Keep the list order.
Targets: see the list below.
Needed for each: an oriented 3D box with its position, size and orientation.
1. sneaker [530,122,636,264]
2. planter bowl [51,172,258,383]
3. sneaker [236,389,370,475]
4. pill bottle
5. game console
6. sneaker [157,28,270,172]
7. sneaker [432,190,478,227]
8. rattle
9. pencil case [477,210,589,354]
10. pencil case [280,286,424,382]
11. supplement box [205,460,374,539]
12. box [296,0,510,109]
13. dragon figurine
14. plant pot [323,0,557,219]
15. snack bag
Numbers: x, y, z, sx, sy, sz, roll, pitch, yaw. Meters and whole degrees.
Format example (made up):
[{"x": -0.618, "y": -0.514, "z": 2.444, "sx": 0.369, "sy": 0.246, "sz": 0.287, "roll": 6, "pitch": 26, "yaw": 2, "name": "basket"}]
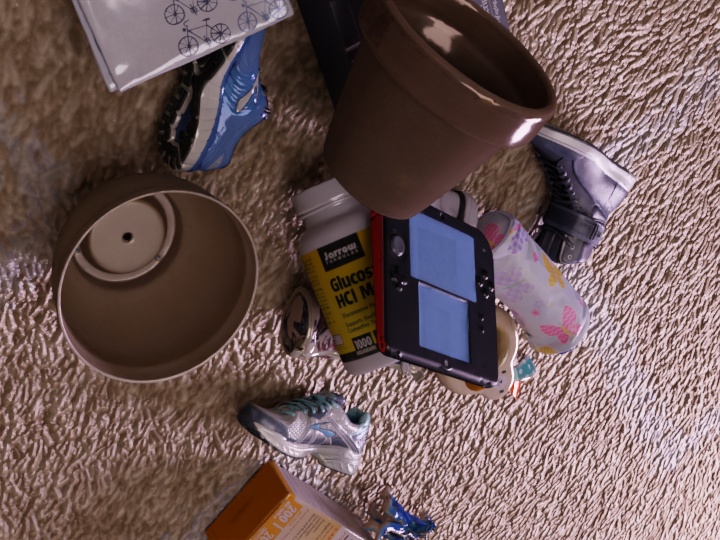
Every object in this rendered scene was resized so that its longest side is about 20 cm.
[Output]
[{"x": 0.242, "y": -0.090, "z": 1.376, "sx": 0.201, "sy": 0.077, "sz": 0.148, "roll": 26, "pitch": 99, "yaw": -39, "name": "sneaker"}, {"x": -0.214, "y": -0.012, "z": 1.108, "sx": 0.197, "sy": 0.135, "sz": 0.203, "roll": -14, "pitch": 123, "yaw": -23, "name": "planter bowl"}, {"x": -0.065, "y": 0.178, "z": 1.357, "sx": 0.199, "sy": 0.077, "sz": 0.087, "roll": 26, "pitch": 90, "yaw": -45, "name": "sneaker"}, {"x": 0.000, "y": 0.000, "z": 1.213, "sx": 0.111, "sy": 0.112, "sz": 0.203, "roll": -23, "pitch": 91, "yaw": -18, "name": "pill bottle"}, {"x": 0.082, "y": 0.021, "z": 1.189, "sx": 0.031, "sy": 0.180, "sz": 0.198, "roll": -21, "pitch": 152, "yaw": 36, "name": "game console"}, {"x": -0.129, "y": -0.191, "z": 1.108, "sx": 0.088, "sy": 0.078, "sz": 0.202, "roll": 4, "pitch": 117, "yaw": -49, "name": "sneaker"}, {"x": 0.064, "y": -0.010, "z": 1.286, "sx": 0.114, "sy": 0.075, "sz": 0.203, "roll": 22, "pitch": 73, "yaw": -31, "name": "sneaker"}, {"x": 0.189, "y": 0.133, "z": 1.436, "sx": 0.200, "sy": 0.142, "sz": 0.131, "roll": 47, "pitch": 70, "yaw": -34, "name": "rattle"}, {"x": 0.202, "y": 0.017, "z": 1.389, "sx": 0.090, "sy": 0.084, "sz": 0.200, "roll": -23, "pitch": 125, "yaw": 30, "name": "pencil case"}, {"x": -0.003, "y": 0.074, "z": 1.312, "sx": 0.197, "sy": 0.091, "sz": 0.078, "roll": 11, "pitch": 141, "yaw": -35, "name": "pencil case"}, {"x": -0.082, "y": 0.345, "z": 1.429, "sx": 0.126, "sy": 0.074, "sz": 0.200, "roll": -48, "pitch": 130, "yaw": 2, "name": "supplement box"}, {"x": 0.051, "y": -0.241, "z": 1.158, "sx": 0.180, "sy": 0.104, "sz": 0.202, "roll": -30, "pitch": 128, "yaw": -11, "name": "box"}, {"x": 0.057, "y": 0.341, "z": 1.470, "sx": 0.099, "sy": 0.200, "sz": 0.059, "roll": 38, "pitch": 93, "yaw": -1, "name": "dragon figurine"}, {"x": 0.053, "y": -0.147, "z": 1.043, "sx": 0.198, "sy": 0.202, "sz": 0.175, "roll": 16, "pitch": 126, "yaw": -36, "name": "plant pot"}, {"x": -0.176, "y": -0.286, "z": 0.999, "sx": 0.186, "sy": 0.021, "sz": 0.203, "roll": -25, "pitch": 105, "yaw": -14, "name": "snack bag"}]
